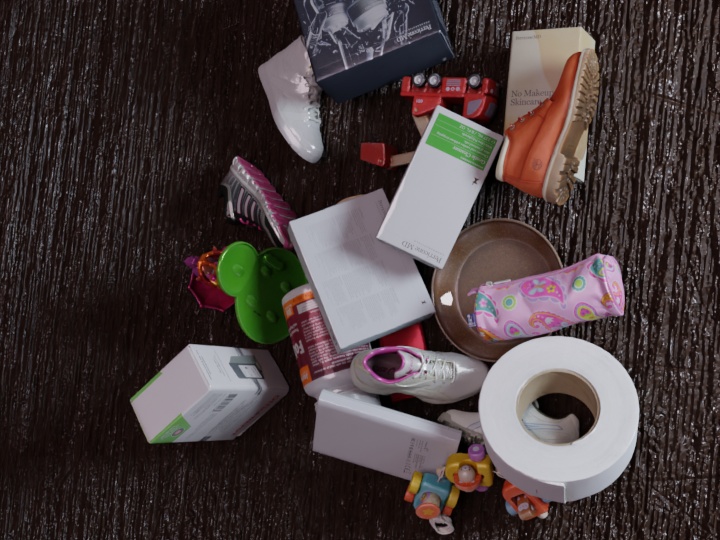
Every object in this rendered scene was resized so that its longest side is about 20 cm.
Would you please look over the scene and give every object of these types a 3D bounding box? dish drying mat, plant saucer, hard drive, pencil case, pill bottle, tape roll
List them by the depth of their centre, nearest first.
[{"bbox_3d":[0.253,0.188,1.200,0.201,0.071,0.203,-6,57,9],"label":"tape roll"},{"bbox_3d":[0.242,0.038,1.224,0.199,0.087,0.088,-15,78,29],"label":"pencil case"},{"bbox_3d":[0.034,0.239,1.314,0.199,0.026,0.132,16,137,7],"label":"hard drive"},{"bbox_3d":[0.197,0.028,1.320,0.199,0.037,0.202,-3,83,30],"label":"plant saucer"},{"bbox_3d":[-0.041,0.122,1.402,0.114,0.114,0.201,-23,74,26],"label":"pill bottle"},{"bbox_3d":[0.058,0.092,1.403,0.076,0.018,0.201,-17,77,26],"label":"dish drying mat"}]

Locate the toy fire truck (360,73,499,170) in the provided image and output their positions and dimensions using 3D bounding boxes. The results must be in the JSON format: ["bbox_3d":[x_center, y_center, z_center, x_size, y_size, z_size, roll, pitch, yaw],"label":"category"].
[{"bbox_3d":[0.103,-0.217,1.389,0.199,0.049,0.142,8,90,29],"label":"toy fire truck"}]

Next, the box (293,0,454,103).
[{"bbox_3d":[0.016,-0.380,1.402,0.199,0.104,0.183,-20,76,14],"label":"box"}]

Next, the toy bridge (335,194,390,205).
[{"bbox_3d":[0.003,-0.082,1.446,0.199,0.027,0.068,-8,81,28],"label":"toy bridge"}]

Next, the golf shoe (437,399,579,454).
[{"bbox_3d":[0.207,0.215,1.290,0.199,0.078,0.098,15,69,29],"label":"golf shoe"}]

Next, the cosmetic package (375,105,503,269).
[{"bbox_3d":[0.108,-0.112,1.306,0.107,0.085,0.201,24,90,0],"label":"cosmetic package"}]

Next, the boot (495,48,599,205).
[{"bbox_3d":[0.241,-0.196,1.215,0.107,0.075,0.201,21,96,31],"label":"boot"}]

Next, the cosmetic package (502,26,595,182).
[{"bbox_3d":[0.257,-0.225,1.288,0.105,0.071,0.201,2,86,29],"label":"cosmetic package"}]

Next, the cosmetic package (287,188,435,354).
[{"bbox_3d":[0.000,0.000,1.357,0.150,0.052,0.201,-20,79,-11],"label":"cosmetic package"}]

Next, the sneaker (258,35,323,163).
[{"bbox_3d":[-0.083,-0.280,1.489,0.115,0.074,0.201,-34,68,26],"label":"sneaker"}]

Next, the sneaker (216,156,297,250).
[{"bbox_3d":[-0.170,-0.092,1.522,0.087,0.074,0.200,-47,61,18],"label":"sneaker"}]

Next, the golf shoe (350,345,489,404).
[{"bbox_3d":[0.086,0.143,1.306,0.199,0.092,0.076,2,74,-2],"label":"golf shoe"}]

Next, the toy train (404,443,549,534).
[{"bbox_3d":[0.153,0.315,1.269,0.199,0.056,0.150,-27,112,30],"label":"toy train"}]

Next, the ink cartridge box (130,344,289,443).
[{"bbox_3d":[-0.230,0.193,1.455,0.145,0.200,0.084,-42,65,20],"label":"ink cartridge box"}]

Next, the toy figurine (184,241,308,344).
[{"bbox_3d":[-0.212,0.016,1.484,0.183,0.200,0.151,10,69,41],"label":"toy figurine"}]
